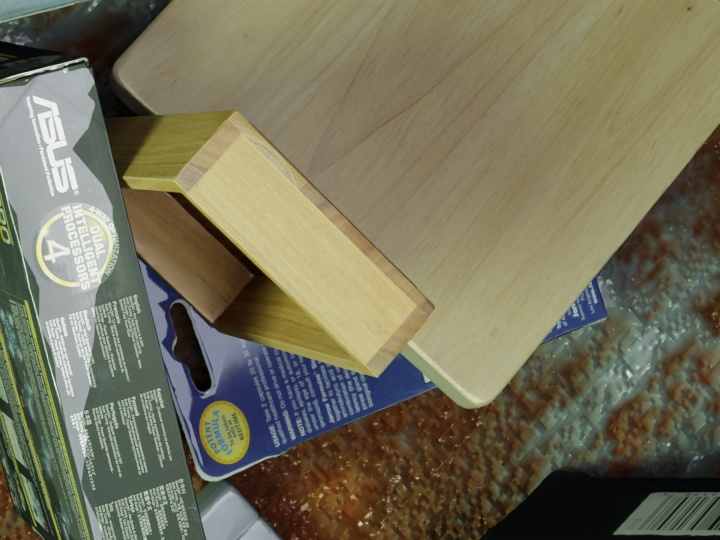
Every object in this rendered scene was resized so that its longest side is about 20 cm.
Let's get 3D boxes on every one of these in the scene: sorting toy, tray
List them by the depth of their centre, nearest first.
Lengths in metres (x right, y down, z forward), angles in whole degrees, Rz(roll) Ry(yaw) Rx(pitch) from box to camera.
[{"bbox_3d":[-0.049,-0.014,0.886,0.099,0.200,0.037,44,80,-16],"label":"tray"},{"bbox_3d":[0.030,-0.078,0.980,0.199,0.070,0.200,42,74,-5],"label":"sorting toy"}]

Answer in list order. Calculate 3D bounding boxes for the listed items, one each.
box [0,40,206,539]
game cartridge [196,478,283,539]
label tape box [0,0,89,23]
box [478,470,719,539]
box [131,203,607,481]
[{"bbox_3d":[-0.123,0.014,0.918,0.049,0.161,0.201,-17,103,-17],"label":"box"},{"bbox_3d":[-0.093,0.200,1.026,0.200,0.038,0.130,-44,114,-9],"label":"game cartridge"},{"bbox_3d":[-0.180,-0.163,0.923,0.199,0.063,0.145,-16,103,-15],"label":"label tape box"},{"bbox_3d":[0.165,0.198,1.020,0.117,0.196,0.201,-30,114,-60],"label":"box"},{"bbox_3d":[0.000,0.000,1.028,0.200,0.032,0.121,-22,104,-17],"label":"box"}]
